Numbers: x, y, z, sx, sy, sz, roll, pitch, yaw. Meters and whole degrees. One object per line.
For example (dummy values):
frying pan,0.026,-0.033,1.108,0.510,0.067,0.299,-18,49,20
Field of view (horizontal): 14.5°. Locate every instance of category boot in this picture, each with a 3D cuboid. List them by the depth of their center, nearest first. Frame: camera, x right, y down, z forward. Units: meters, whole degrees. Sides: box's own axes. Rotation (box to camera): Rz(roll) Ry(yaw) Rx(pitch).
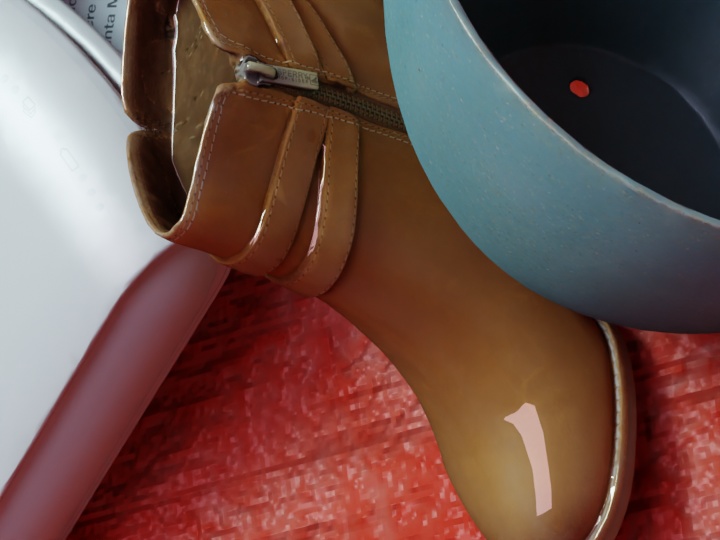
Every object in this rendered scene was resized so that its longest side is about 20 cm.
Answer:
boot,0.000,0.000,0.872,0.074,0.155,0.200,-35,60,31

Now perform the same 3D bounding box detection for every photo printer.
photo printer,-0.137,0.001,0.987,0.166,0.069,0.200,46,120,22

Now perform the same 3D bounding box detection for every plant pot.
plant pot,0.090,-0.061,0.828,0.135,0.200,0.201,121,136,-56

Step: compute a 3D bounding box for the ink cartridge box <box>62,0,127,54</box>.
ink cartridge box,-0.068,-0.117,1.019,0.200,0.043,0.197,3,81,33
